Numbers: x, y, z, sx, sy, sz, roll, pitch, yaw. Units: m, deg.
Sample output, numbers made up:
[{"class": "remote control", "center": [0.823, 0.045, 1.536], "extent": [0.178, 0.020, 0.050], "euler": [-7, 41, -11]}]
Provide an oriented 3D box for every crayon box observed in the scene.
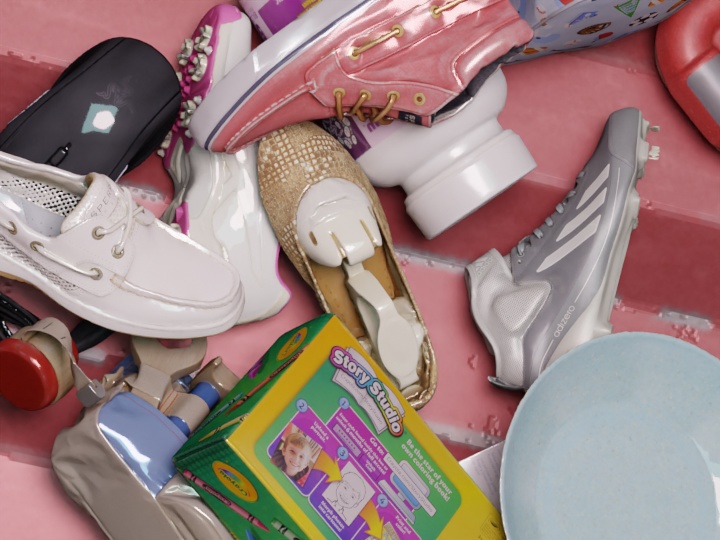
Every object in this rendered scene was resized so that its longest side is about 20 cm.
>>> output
[{"class": "crayon box", "center": [0.000, 0.139, 1.307], "extent": [0.200, 0.058, 0.119], "euler": [51, 49, -11]}]

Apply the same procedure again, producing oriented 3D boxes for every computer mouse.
[{"class": "computer mouse", "center": [-0.170, -0.036, 1.361], "extent": [0.200, 0.046, 0.140], "euler": [-41, 92, 2]}]

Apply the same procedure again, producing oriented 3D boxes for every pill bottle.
[{"class": "pill bottle", "center": [0.020, -0.123, 1.403], "extent": [0.112, 0.112, 0.200], "euler": [-34, 88, -14]}]

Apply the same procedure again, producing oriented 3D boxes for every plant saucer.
[{"class": "plant saucer", "center": [0.166, 0.138, 1.364], "extent": [0.201, 0.039, 0.201], "euler": [6, 75, -22]}]

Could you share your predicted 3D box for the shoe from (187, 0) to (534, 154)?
[{"class": "shoe", "center": [0.001, -0.110, 1.314], "extent": [0.200, 0.071, 0.091], "euler": [-37, 83, 6]}]

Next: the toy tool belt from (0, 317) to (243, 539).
[{"class": "toy tool belt", "center": [-0.118, 0.094, 1.353], "extent": [0.200, 0.125, 0.123], "euler": [50, 44, -4]}]

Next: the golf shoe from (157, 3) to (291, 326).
[{"class": "golf shoe", "center": [-0.078, -0.062, 1.402], "extent": [0.091, 0.075, 0.200], "euler": [8, 85, -22]}]

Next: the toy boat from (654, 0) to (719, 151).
[{"class": "toy boat", "center": [0.293, -0.165, 1.456], "extent": [0.200, 0.131, 0.131], "euler": [-40, 91, -14]}]

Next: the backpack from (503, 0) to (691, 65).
[{"class": "backpack", "center": [0.144, -0.221, 1.412], "extent": [0.190, 0.200, 0.154], "euler": [-24, 91, -21]}]

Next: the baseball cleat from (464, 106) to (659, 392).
[{"class": "baseball cleat", "center": [0.123, -0.019, 1.431], "extent": [0.106, 0.070, 0.200], "euler": [11, 68, 8]}]

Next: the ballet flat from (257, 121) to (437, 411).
[{"class": "ballet flat", "center": [0.000, 0.000, 1.370], "extent": [0.070, 0.065, 0.200], "euler": [-32, 111, -13]}]

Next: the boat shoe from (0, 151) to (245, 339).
[{"class": "boat shoe", "center": [-0.156, -0.022, 1.300], "extent": [0.200, 0.069, 0.071], "euler": [19, 43, -6]}]

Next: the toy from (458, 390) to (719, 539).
[{"class": "toy", "center": [0.131, 0.148, 1.418], "extent": [0.200, 0.047, 0.115], "euler": [-24, 90, -9]}]
